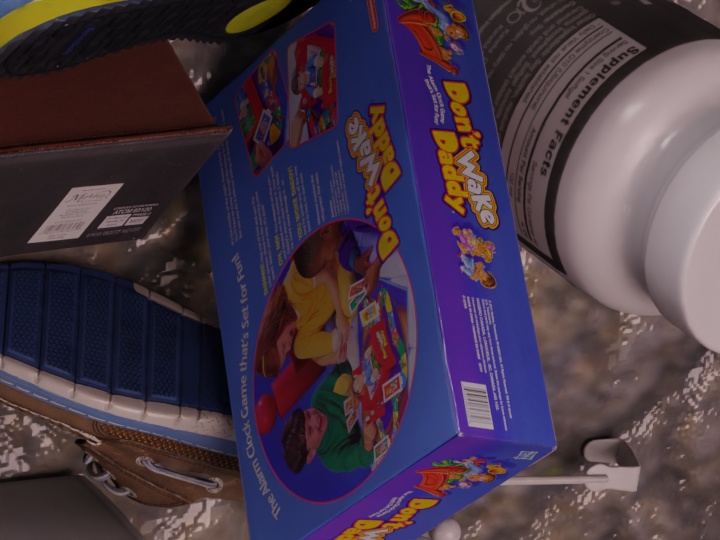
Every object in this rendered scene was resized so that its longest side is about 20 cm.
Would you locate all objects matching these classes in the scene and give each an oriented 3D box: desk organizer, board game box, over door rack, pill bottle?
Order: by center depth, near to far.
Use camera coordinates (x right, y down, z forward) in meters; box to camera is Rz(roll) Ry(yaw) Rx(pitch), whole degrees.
[{"bbox_3d":[-0.154,-0.053,1.074,0.200,0.077,0.072,-9,151,-45],"label":"desk organizer"},{"bbox_3d":[0.000,0.000,1.095,0.045,0.200,0.134,10,149,-34],"label":"board game box"},{"bbox_3d":[0.102,-0.052,1.149,0.116,0.200,0.116,-20,127,-28],"label":"pill bottle"},{"bbox_3d":[0.056,0.038,1.255,0.200,0.067,0.148,-5,115,-30],"label":"over door rack"}]

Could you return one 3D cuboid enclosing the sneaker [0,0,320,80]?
[{"bbox_3d":[-0.076,-0.126,1.096,0.200,0.078,0.066,-14,163,-44],"label":"sneaker"}]

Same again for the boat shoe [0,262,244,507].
[{"bbox_3d":[-0.079,0.059,1.162,0.200,0.072,0.072,18,131,-12],"label":"boat shoe"}]

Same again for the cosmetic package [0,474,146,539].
[{"bbox_3d":[-0.172,0.193,1.123,0.200,0.165,0.165,-4,114,-30],"label":"cosmetic package"}]
